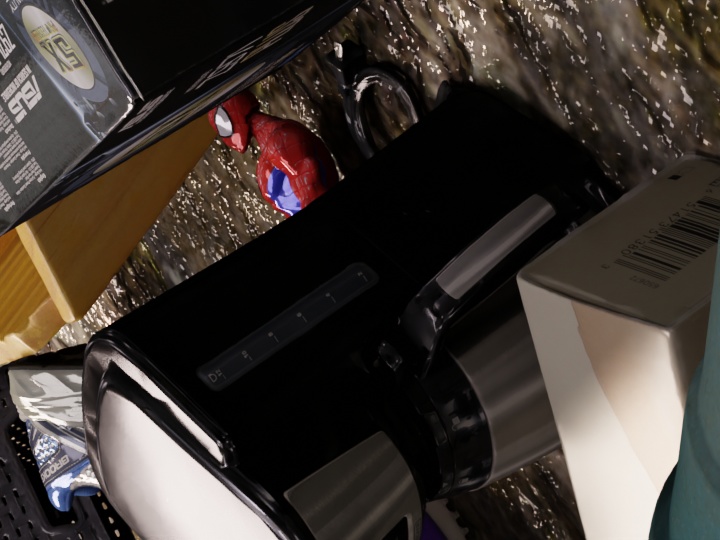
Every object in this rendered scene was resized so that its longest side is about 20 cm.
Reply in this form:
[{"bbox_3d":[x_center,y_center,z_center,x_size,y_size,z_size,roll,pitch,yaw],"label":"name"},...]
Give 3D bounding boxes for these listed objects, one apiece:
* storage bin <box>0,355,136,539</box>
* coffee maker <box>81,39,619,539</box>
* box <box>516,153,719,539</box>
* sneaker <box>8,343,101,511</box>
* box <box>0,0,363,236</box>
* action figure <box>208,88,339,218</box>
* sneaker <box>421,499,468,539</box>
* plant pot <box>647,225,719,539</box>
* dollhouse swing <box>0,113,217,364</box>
[{"bbox_3d":[-0.165,0.142,1.319,0.136,0.093,0.200,62,-176,20],"label":"storage bin"},{"bbox_3d":[-0.008,0.029,0.931,0.192,0.199,0.136,27,140,44],"label":"coffee maker"},{"bbox_3d":[0.132,0.072,0.865,0.077,0.095,0.201,20,137,48],"label":"box"},{"bbox_3d":[-0.065,0.078,1.099,0.199,0.077,0.086,0,101,30],"label":"sneaker"},{"bbox_3d":[-0.075,-0.108,0.935,0.086,0.163,0.200,57,152,-1],"label":"box"},{"bbox_3d":[0.000,0.000,1.042,0.201,0.052,0.065,54,-173,9],"label":"action figure"},{"bbox_3d":[-0.028,0.117,1.163,0.200,0.099,0.070,49,153,12],"label":"sneaker"},{"bbox_3d":[0.173,-0.003,0.628,0.200,0.199,0.197,29,135,42],"label":"plant pot"},{"bbox_3d":[-0.186,-0.080,1.159,0.176,0.182,0.200,42,157,-17],"label":"dollhouse swing"}]
